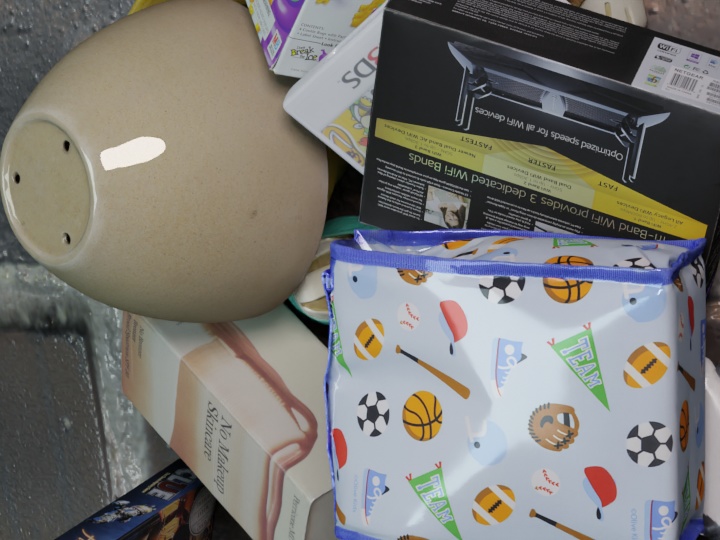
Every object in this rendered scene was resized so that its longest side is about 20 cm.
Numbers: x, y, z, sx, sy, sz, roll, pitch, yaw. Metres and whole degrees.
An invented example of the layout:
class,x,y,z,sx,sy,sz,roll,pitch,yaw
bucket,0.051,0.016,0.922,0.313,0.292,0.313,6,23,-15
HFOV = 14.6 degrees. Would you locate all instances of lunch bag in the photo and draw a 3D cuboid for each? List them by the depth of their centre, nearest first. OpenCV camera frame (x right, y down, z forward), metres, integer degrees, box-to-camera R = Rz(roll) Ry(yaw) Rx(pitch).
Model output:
class,x,y,z,sx,sy,sz,roll,pitch,yaw
lunch bag,0.079,0.065,1.479,0.200,0.124,0.170,1,98,17

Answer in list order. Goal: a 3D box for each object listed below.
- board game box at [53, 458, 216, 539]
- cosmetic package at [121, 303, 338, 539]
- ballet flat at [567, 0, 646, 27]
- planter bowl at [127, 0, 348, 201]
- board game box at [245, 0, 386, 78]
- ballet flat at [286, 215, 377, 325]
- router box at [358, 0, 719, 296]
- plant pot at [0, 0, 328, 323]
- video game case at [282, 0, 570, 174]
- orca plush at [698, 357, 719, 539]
class,x,y,z,sx,sy,sz,roll,pitch,yaw
board game box,-0.163,0.220,1.847,0.035,0.200,0.136,18,114,22
cosmetic package,-0.061,0.093,1.772,0.200,0.087,0.103,44,147,31
ballet flat,0.116,-0.134,1.574,0.072,0.068,0.200,38,128,10
planter bowl,-0.062,-0.096,1.749,0.200,0.083,0.201,14,110,45
board game box,0.019,-0.213,1.600,0.200,0.105,0.103,-63,32,35
ballet flat,0.000,0.000,1.716,0.200,0.070,0.067,-8,94,48
router box,0.105,-0.066,1.509,0.200,0.052,0.157,19,136,11
plant pot,-0.135,-0.057,1.676,0.200,0.134,0.201,15,110,44
video game case,0.082,-0.078,1.566,0.200,0.023,0.182,39,136,-12
orca plush,0.209,0.100,1.530,0.200,0.071,0.105,33,109,17
